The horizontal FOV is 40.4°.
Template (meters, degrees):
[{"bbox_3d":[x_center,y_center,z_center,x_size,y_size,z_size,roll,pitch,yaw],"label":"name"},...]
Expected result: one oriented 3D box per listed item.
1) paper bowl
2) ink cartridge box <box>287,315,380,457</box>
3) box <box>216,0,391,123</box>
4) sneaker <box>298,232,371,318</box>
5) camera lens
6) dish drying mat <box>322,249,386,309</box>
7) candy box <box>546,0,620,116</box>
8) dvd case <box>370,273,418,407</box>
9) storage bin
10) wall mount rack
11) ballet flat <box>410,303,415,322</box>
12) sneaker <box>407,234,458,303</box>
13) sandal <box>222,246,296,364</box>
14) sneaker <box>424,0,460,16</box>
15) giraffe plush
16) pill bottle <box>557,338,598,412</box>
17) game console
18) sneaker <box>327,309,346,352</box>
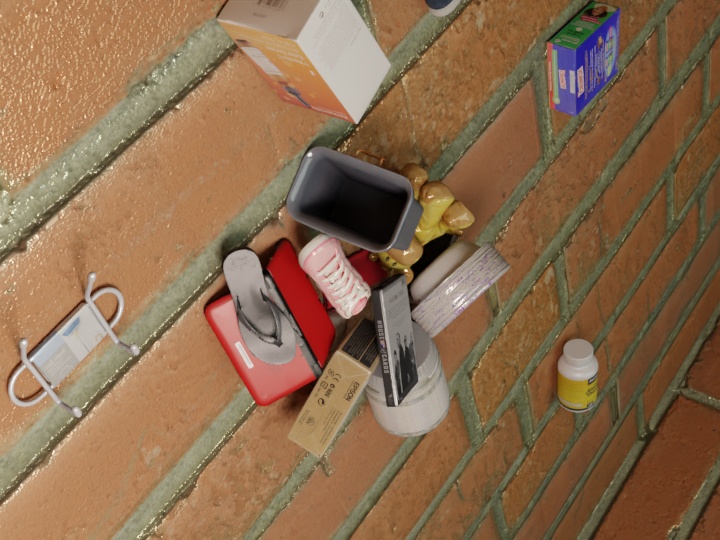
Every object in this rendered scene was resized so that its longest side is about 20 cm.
[{"bbox_3d":[0.171,0.023,1.802,0.201,0.104,0.201,-42,175,-4],"label":"paper bowl"},{"bbox_3d":[-0.033,0.199,1.696,0.201,0.075,0.165,-61,175,25],"label":"ink cartridge box"},{"bbox_3d":[-0.075,-0.317,1.365,0.107,0.152,0.200,-60,146,-12],"label":"box"},{"bbox_3d":[-0.033,0.013,1.593,0.075,0.105,0.200,-42,159,-8],"label":"sneaker"},{"bbox_3d":[0.085,0.212,1.893,0.160,0.159,0.201,-48,142,-27],"label":"camera lens"},{"bbox_3d":[0.000,0.000,1.780,0.200,0.018,0.077,-29,128,-42],"label":"dish drying mat"},{"bbox_3d":[0.492,-0.468,2.154,0.200,0.077,0.170,-45,142,-32],"label":"candy box"},{"bbox_3d":[0.061,0.117,1.688,0.150,0.025,0.201,-30,113,-70],"label":"dvd case"},{"bbox_3d":[0.006,-0.112,1.579,0.146,0.199,0.134,-68,158,1],"label":"storage bin"},{"bbox_3d":[-0.369,0.089,1.253,0.200,0.074,0.174,-50,143,-26],"label":"wall mount rack"},{"bbox_3d":[0.148,0.052,1.992,0.200,0.068,0.076,-21,103,-55],"label":"ballet flat"},{"bbox_3d":[0.150,-0.023,1.933,0.201,0.070,0.076,-61,163,3],"label":"sneaker"},{"bbox_3d":[-0.156,0.062,1.471,0.076,0.043,0.201,-26,112,-6],"label":"sandal"},{"bbox_3d":[0.156,-0.546,1.628,0.203,0.077,0.146,-61,149,-8],"label":"sneaker"},{"bbox_3d":[0.087,-0.072,1.755,0.162,0.172,0.200,-49,168,-12],"label":"giraffe plush"},{"bbox_3d":[0.605,0.291,2.725,0.112,0.112,0.201,-42,139,-34],"label":"pill bottle"},{"bbox_3d":[-0.140,0.084,1.571,0.172,0.119,0.201,-29,113,-4],"label":"game console"},{"bbox_3d":[-0.092,0.103,1.663,0.200,0.074,0.088,-27,124,-47],"label":"sneaker"}]
